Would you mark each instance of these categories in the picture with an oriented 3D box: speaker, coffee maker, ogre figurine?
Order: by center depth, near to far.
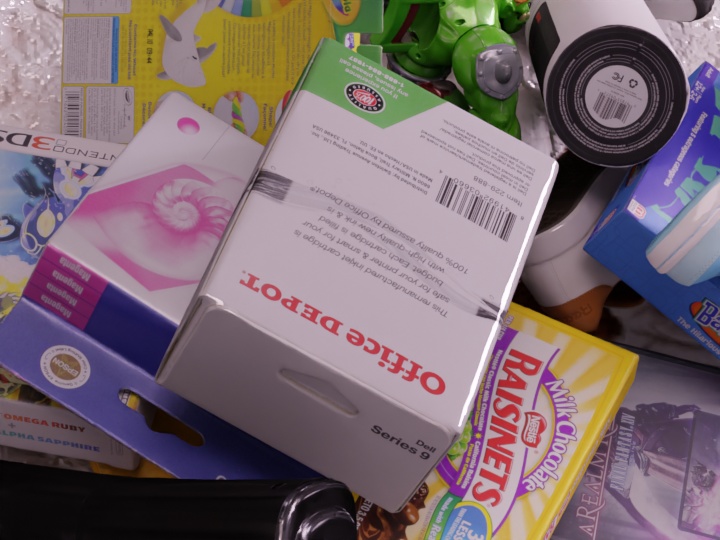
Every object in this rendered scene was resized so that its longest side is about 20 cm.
[{"bbox_3d":[-0.109,0.135,1.131,0.198,0.194,0.135,1,23,16],"label":"coffee maker"},{"bbox_3d":[0.141,-0.122,1.418,0.081,0.082,0.200,10,17,-2],"label":"speaker"},{"bbox_3d":[0.050,-0.128,1.442,0.097,0.120,0.201,2,53,-10],"label":"ogre figurine"}]

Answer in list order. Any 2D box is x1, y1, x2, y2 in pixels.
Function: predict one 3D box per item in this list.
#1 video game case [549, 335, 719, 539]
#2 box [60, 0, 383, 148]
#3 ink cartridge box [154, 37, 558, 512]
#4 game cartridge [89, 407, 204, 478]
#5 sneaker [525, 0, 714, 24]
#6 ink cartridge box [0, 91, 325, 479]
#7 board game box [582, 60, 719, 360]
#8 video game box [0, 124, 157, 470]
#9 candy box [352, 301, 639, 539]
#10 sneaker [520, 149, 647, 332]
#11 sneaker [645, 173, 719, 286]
[{"bbox_3d":[0.170,0.109,1.345,0.198,0.019,0.144,15,51,0],"label":"video game case"},{"bbox_3d":[-0.074,-0.124,1.376,0.199,0.118,0.048,3,2,26],"label":"box"},{"bbox_3d":[0.000,0.000,1.237,0.145,0.084,0.201,29,48,-5],"label":"ink cartridge box"},{"bbox_3d":[-0.037,0.100,1.295,0.199,0.033,0.177,-16,54,-19],"label":"game cartridge"},{"bbox_3d":[0.124,-0.181,1.539,0.198,0.074,0.081,13,66,6],"label":"sneaker"},{"bbox_3d":[-0.066,0.020,1.276,0.196,0.043,0.200,31,46,2],"label":"ink cartridge box"},{"bbox_3d":[0.237,-0.005,1.378,0.200,0.045,0.152,39,46,-6],"label":"board game box"},{"bbox_3d":[-0.185,0.006,1.325,0.181,0.047,0.201,7,47,8],"label":"video game box"},{"bbox_3d":[0.061,0.101,1.268,0.102,0.026,0.200,24,54,12],"label":"candy box"},{"bbox_3d":[0.149,-0.028,1.430,0.200,0.072,0.085,-44,112,-46],"label":"sneaker"},{"bbox_3d":[0.248,-0.009,1.303,0.199,0.080,0.131,-27,75,-41],"label":"sneaker"}]
